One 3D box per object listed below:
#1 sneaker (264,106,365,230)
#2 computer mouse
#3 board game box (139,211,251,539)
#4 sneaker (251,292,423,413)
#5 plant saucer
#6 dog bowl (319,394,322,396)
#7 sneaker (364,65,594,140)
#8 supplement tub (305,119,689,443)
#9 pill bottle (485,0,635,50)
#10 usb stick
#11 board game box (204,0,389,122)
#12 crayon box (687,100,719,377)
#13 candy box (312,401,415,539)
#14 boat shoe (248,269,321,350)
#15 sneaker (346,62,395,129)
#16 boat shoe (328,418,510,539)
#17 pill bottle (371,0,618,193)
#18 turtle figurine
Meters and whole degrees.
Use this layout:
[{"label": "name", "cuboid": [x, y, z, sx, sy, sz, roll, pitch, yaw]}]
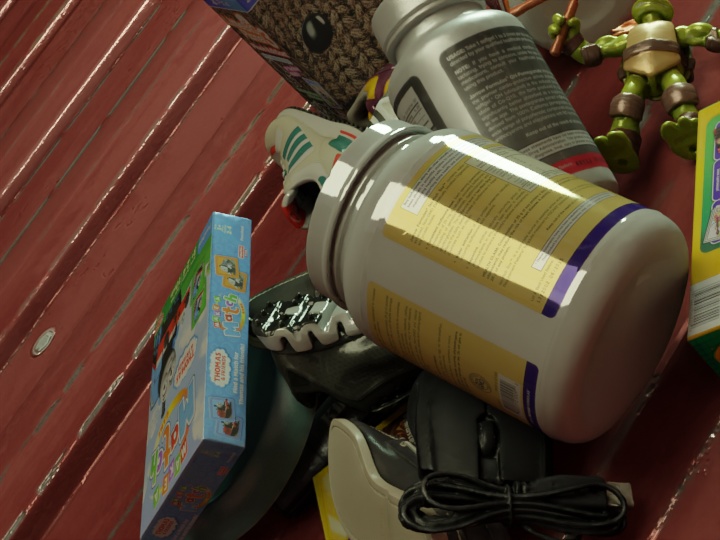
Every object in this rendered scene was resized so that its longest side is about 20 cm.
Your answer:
[{"label": "sneaker", "cuboid": [-0.051, -0.089, 1.383, 0.094, 0.070, 0.199, -49, 31, -13]}, {"label": "computer mouse", "cuboid": [0.082, 0.097, 0.942, 0.200, 0.137, 0.053, -107, 20, -69]}, {"label": "board game box", "cuboid": [-0.122, 0.081, 1.134, 0.152, 0.036, 0.201, 124, 152, -46]}, {"label": "sneaker", "cuboid": [0.026, 0.055, 1.060, 0.198, 0.091, 0.067, -8, 24, 22]}, {"label": "plant saucer", "cuboid": [-0.103, 0.115, 1.175, 0.200, 0.027, 0.201, -35, 42, 39]}, {"label": "dog bowl", "cuboid": [-0.011, 0.020, 1.223, 0.200, 0.050, 0.111, -50, 29, -1]}, {"label": "sneaker", "cuboid": [0.084, -0.080, 1.159, 0.200, 0.076, 0.116, 23, 78, 35]}, {"label": "supplement tub", "cuboid": [0.080, 0.001, 0.918, 0.199, 0.146, 0.146, 27, 75, 29]}, {"label": "pill bottle", "cuboid": [0.147, -0.265, 1.282, 0.113, 0.113, 0.200, -44, 30, 7]}, {"label": "usb stick", "cuboid": [-0.002, 0.100, 1.131, 0.200, 0.033, 0.055, -49, 28, -1]}, {"label": "board game box", "cuboid": [-0.019, -0.248, 1.398, 0.160, 0.200, 0.097, -53, 29, -7]}, {"label": "crayon box", "cuboid": [0.263, -0.036, 0.907, 0.118, 0.058, 0.201, -24, 37, 36]}, {"label": "candy box", "cuboid": [0.024, 0.178, 1.010, 0.102, 0.026, 0.200, -41, 30, 14]}, {"label": "boat shoe", "cuboid": [0.001, 0.000, 1.120, 0.199, 0.066, 0.072, -16, 35, 8]}, {"label": "sneaker", "cuboid": [0.058, -0.140, 1.288, 0.090, 0.075, 0.200, -42, 19, -13]}, {"label": "boat shoe", "cuboid": [0.032, 0.147, 0.974, 0.200, 0.062, 0.073, -145, 54, -64]}, {"label": "pill bottle", "cuboid": [0.087, -0.110, 1.063, 0.110, 0.110, 0.201, -35, 72, 22]}, {"label": "turtle figurine", "cuboid": [0.203, -0.147, 1.102, 0.198, 0.065, 0.162, 0, 54, 14]}]
